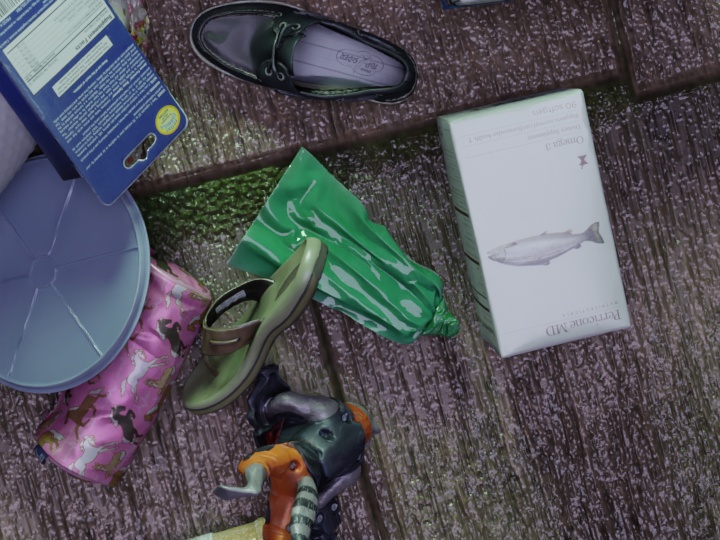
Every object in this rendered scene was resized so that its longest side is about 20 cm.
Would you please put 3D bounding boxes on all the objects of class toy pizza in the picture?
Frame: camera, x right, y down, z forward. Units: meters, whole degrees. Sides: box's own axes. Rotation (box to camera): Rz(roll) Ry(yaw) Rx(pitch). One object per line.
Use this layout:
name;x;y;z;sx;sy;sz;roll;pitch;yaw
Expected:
toy pizza;-0.257;0.003;1.551;0.199;0.032;0.202;-3;82;24

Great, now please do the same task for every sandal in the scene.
sandal;-0.097;0.038;1.547;0.057;0.080;0.201;26;123;-20

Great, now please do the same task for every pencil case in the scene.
pencil case;-0.201;0.082;1.571;0.086;0.083;0.201;28;94;-20

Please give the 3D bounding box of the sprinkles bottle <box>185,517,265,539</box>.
sprinkles bottle;-0.167;0.271;1.599;0.199;0.068;0.069;-16;97;-2

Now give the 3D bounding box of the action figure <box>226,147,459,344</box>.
action figure;0.000;0.000;1.588;0.199;0.055;0.118;34;91;-2

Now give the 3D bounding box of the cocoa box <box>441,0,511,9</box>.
cocoa box;0.159;-0.296;1.527;0.199;0.131;0.134;-10;96;-2

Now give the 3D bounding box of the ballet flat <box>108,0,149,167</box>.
ballet flat;-0.210;-0.177;1.551;0.075;0.064;0.201;-7;96;-5

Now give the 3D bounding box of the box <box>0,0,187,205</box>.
box;-0.229;-0.160;1.470;0.121;0.032;0.200;-50;117;-35

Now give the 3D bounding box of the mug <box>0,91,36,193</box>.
mug;-0.344;-0.156;1.514;0.199;0.148;0.176;32;79;20

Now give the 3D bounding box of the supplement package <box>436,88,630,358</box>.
supplement package;0.144;-0.043;1.560;0.116;0.117;0.201;-14;97;-3

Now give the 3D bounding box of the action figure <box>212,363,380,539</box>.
action figure;-0.038;0.187;1.555;0.104;0.194;0.201;-4;122;35

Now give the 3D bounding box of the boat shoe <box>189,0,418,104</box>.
boat shoe;-0.047;-0.181;1.559;0.198;0.066;0.075;18;95;-5
